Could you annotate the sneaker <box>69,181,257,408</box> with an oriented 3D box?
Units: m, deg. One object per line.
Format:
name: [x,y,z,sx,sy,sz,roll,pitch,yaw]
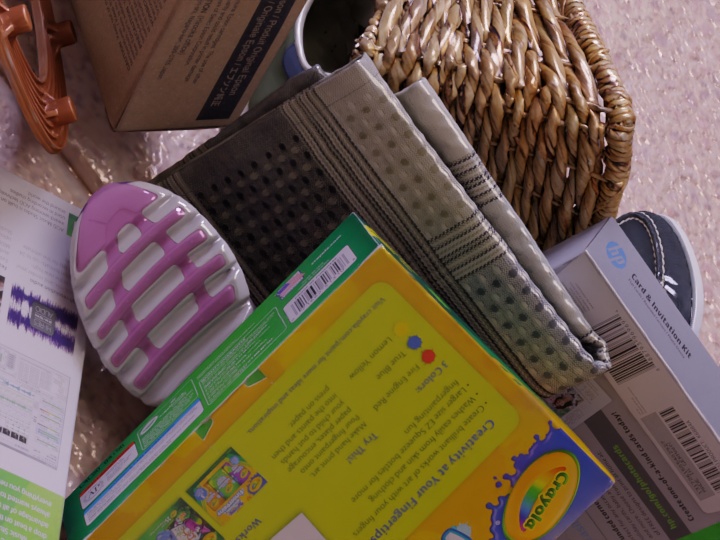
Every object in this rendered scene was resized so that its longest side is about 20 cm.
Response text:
sneaker: [-0.074,0.039,1.342,0.200,0.080,0.088,53,1,-19]

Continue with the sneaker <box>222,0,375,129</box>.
sneaker: [-0.014,-0.143,1.497,0.067,0.090,0.201,33,48,-27]

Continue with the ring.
ring: [-0.165,-0.155,1.313,0.200,0.019,0.202,-15,90,-87]

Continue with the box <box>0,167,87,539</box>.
box: [-0.194,0.035,1.260,0.144,0.036,0.201,29,49,-32]

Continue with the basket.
basket: [0.074,-0.064,1.432,0.148,0.201,0.143,15,44,9]

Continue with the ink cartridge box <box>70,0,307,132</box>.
ink cartridge box: [-0.091,-0.196,1.357,0.075,0.165,0.201,-4,58,-29]

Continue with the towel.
towel: [0.000,0.000,1.356,0.200,0.192,0.035,52,42,-12]

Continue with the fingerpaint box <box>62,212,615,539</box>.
fingerpaint box: [-0.012,0.104,1.287,0.167,0.200,0.073,44,3,-17]

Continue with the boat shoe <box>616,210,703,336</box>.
boat shoe: [0.150,0.046,1.570,0.060,0.075,0.201,31,48,-37]

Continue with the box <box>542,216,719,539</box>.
box: [0.092,0.080,1.396,0.156,0.200,0.041,53,39,-9]

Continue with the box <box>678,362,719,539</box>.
box: [0.225,0.110,1.511,0.096,0.201,0.177,19,45,10]
